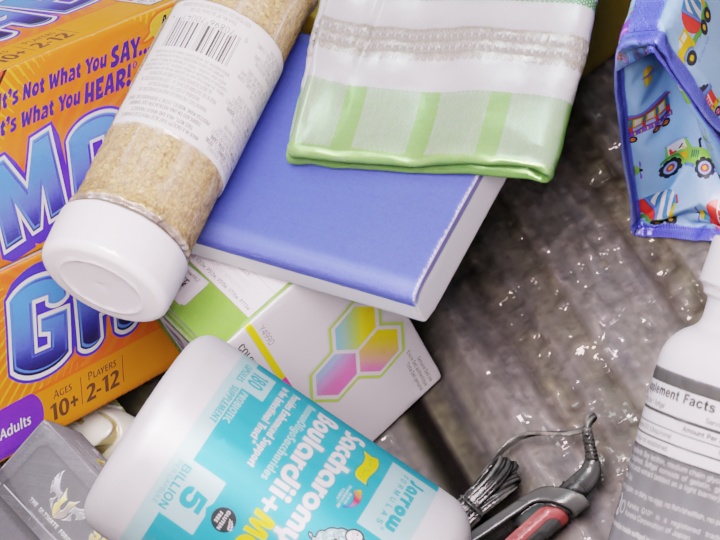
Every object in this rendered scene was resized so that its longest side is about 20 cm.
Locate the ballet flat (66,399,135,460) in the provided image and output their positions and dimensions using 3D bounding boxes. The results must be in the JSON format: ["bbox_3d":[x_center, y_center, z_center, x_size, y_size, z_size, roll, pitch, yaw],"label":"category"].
[{"bbox_3d":[-0.136,0.118,1.436,0.067,0.067,0.201,-46,44,38],"label":"ballet flat"}]

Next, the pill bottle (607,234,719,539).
[{"bbox_3d":[0.183,0.093,1.243,0.115,0.116,0.201,17,92,32],"label":"pill bottle"}]

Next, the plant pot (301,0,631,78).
[{"bbox_3d":[0.021,-0.175,1.487,0.199,0.200,0.177,32,73,32],"label":"plant pot"}]

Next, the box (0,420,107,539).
[{"bbox_3d":[-0.139,0.199,1.342,0.200,0.048,0.159,42,93,23],"label":"box"}]

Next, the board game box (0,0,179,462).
[{"bbox_3d":[-0.216,-0.039,1.441,0.199,0.201,0.199,11,26,34],"label":"board game box"}]

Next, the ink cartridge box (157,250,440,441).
[{"bbox_3d":[0.000,0.000,1.412,0.200,0.148,0.076,-41,51,-9],"label":"ink cartridge box"}]

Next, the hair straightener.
[{"bbox_3d":[0.042,0.137,1.364,0.200,0.041,0.077,-44,51,-3],"label":"hair straightener"}]

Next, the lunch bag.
[{"bbox_3d":[0.180,-0.129,1.393,0.094,0.200,0.151,9,61,28],"label":"lunch bag"}]

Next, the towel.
[{"bbox_3d":[0.047,-0.141,1.332,0.148,0.031,0.201,3,66,24],"label":"towel"}]

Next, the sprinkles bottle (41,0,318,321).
[{"bbox_3d":[-0.086,-0.074,1.327,0.068,0.068,0.201,10,60,28],"label":"sprinkles bottle"}]

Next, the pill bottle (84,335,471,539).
[{"bbox_3d":[-0.024,0.127,1.283,0.199,0.111,0.111,33,70,0],"label":"pill bottle"}]

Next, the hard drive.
[{"bbox_3d":[-0.026,-0.057,1.352,0.199,0.025,0.132,16,63,29],"label":"hard drive"}]
